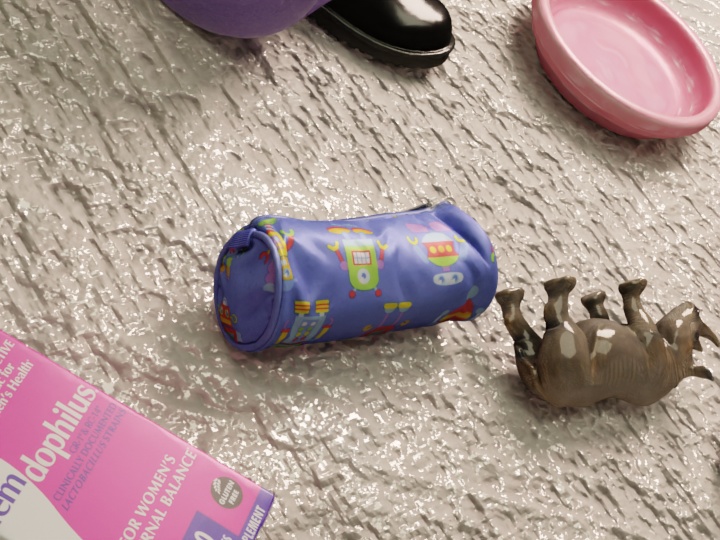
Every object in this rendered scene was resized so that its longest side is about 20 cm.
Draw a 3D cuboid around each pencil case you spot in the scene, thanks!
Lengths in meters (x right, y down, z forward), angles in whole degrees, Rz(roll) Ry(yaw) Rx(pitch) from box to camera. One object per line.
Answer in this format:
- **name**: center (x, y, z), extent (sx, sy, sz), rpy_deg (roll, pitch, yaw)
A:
- **pencil case**: center (0.000, 0.000, 0.891), extent (0.199, 0.078, 0.087), rpy_deg (-7, 87, -39)

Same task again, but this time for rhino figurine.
- **rhino figurine**: center (0.187, 0.054, 0.987), extent (0.199, 0.060, 0.088), rpy_deg (2, 72, -35)

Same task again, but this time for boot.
- **boot**: center (0.010, -0.262, 1.071), extent (0.210, 0.158, 0.080), rpy_deg (28, 42, -11)

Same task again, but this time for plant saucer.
- **plant saucer**: center (0.234, -0.191, 1.246), extent (0.199, 0.051, 0.201), rpy_deg (19, 45, -19)

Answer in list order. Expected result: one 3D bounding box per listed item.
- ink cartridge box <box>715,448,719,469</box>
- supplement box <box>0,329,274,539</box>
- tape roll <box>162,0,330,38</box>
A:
- **ink cartridge box**: center (0.370, 0.124, 0.949), extent (0.083, 0.200, 0.147), rpy_deg (-14, 63, -45)
- **supplement box**: center (-0.159, 0.118, 0.662), extent (0.199, 0.104, 0.101), rpy_deg (31, 43, -5)
- **tape roll**: center (-0.081, -0.276, 0.990), extent (0.200, 0.200, 0.085), rpy_deg (42, 42, 5)
